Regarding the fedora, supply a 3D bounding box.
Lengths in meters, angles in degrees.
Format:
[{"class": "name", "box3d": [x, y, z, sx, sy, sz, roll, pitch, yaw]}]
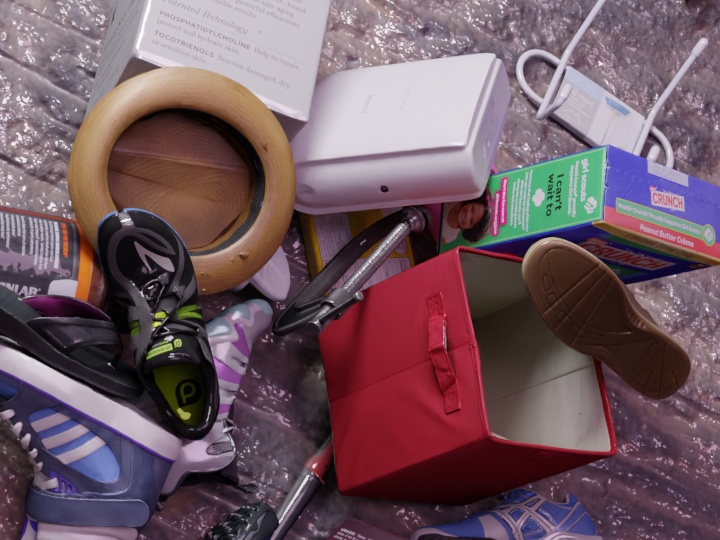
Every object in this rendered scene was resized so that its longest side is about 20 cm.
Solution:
[{"class": "fedora", "box3d": [-0.155, -0.074, 1.618, 0.199, 0.082, 0.202, -1, 93, -24]}]

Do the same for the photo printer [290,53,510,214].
[{"class": "photo printer", "box3d": [0.024, -0.122, 1.731, 0.167, 0.199, 0.070, -68, 147, -49]}]

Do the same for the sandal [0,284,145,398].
[{"class": "sandal", "box3d": [-0.239, 0.042, 1.527, 0.200, 0.075, 0.048, 34, 98, -33]}]

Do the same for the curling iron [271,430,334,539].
[{"class": "curling iron", "box3d": [-0.032, 0.182, 1.695, 0.050, 0.026, 0.200, 44, 57, -3]}]

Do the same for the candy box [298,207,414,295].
[{"class": "candy box", "box3d": [-0.006, -0.042, 1.804, 0.102, 0.026, 0.201, -3, 70, -24]}]

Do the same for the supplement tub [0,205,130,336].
[{"class": "supplement tub", "box3d": [-0.278, 0.003, 1.598, 0.199, 0.107, 0.108, 10, 65, -23]}]

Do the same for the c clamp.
[{"class": "c clamp", "box3d": [0.000, 0.000, 1.675, 0.027, 0.171, 0.200, 50, 47, -10]}]

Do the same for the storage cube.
[{"class": "storage cube", "box3d": [0.090, 0.098, 1.677, 0.199, 0.179, 0.172, 11, 63, -46]}]

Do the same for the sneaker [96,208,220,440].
[{"class": "sneaker", "box3d": [-0.154, 0.043, 1.543, 0.070, 0.083, 0.201, -19, 104, -7]}]

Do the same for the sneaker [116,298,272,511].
[{"class": "sneaker", "box3d": [-0.122, 0.126, 1.650, 0.200, 0.078, 0.140, -39, 91, -24]}]

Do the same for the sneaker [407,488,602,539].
[{"class": "sneaker", "box3d": [0.126, 0.241, 1.734, 0.199, 0.076, 0.077, 5, 50, -29]}]

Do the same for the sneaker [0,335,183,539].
[{"class": "sneaker", "box3d": [-0.254, 0.153, 1.538, 0.199, 0.081, 0.147, 31, 89, -16]}]

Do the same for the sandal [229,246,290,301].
[{"class": "sandal", "box3d": [-0.148, -0.042, 1.711, 0.207, 0.059, 0.079, 42, 28, -15]}]

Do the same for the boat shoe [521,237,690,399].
[{"class": "boat shoe", "box3d": [0.200, 0.036, 1.650, 0.071, 0.065, 0.200, -44, 119, 5]}]

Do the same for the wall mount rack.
[{"class": "wall mount rack", "box3d": [0.265, -0.192, 1.978, 0.199, 0.075, 0.174, 33, 58, -12]}]

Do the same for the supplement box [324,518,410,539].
[{"class": "supplement box", "box3d": [-0.029, 0.308, 1.566, 0.200, 0.085, 0.111, -39, 132, -40]}]

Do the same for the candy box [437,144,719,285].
[{"class": "candy box", "box3d": [0.196, -0.039, 1.706, 0.168, 0.199, 0.078, 16, 69, -39]}]

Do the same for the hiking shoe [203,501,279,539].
[{"class": "hiking shoe", "box3d": [-0.114, 0.287, 1.591, 0.087, 0.074, 0.201, 39, 65, -20]}]

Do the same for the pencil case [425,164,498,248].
[{"class": "pencil case", "box3d": [0.092, -0.095, 1.843, 0.093, 0.091, 0.201, -23, 81, 3]}]

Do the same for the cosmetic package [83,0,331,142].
[{"class": "cosmetic package", "box3d": [-0.133, -0.208, 1.726, 0.165, 0.167, 0.201, 19, 61, -17]}]
